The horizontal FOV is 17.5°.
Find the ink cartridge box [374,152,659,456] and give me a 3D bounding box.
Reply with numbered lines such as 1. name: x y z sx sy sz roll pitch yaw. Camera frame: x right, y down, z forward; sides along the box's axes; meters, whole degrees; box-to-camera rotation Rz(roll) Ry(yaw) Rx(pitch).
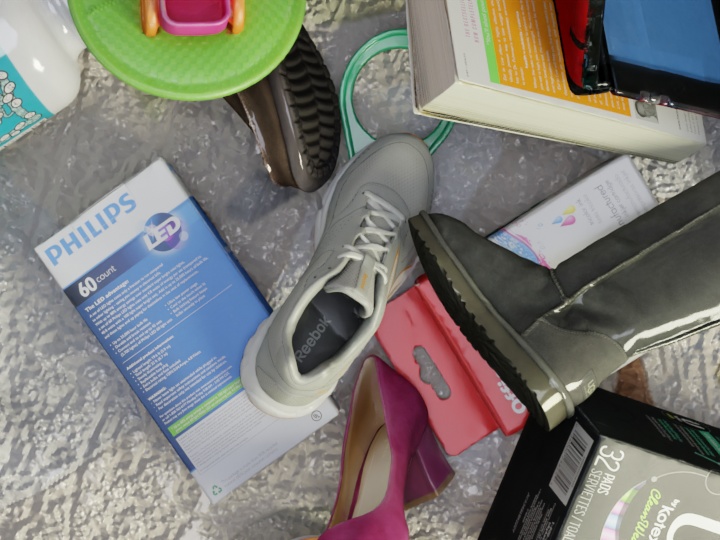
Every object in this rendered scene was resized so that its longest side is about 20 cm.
1. ink cartridge box: 0.114 0.025 1.501 0.199 0.067 0.117 -32 91 2

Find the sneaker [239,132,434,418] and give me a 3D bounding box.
1. sneaker: 0.000 0.000 1.454 0.075 0.092 0.201 29 74 -10

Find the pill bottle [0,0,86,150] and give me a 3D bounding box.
1. pill bottle: -0.254 -0.125 1.477 0.199 0.111 0.111 -34 91 2

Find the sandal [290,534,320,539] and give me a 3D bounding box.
1. sandal: 0.046 0.211 1.493 0.205 0.079 0.059 25 127 1

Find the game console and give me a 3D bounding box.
1. game console: 0.169 -0.211 1.406 0.118 0.173 0.202 -7 62 -1

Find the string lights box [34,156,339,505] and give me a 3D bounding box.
1. string lights box: -0.110 0.038 1.508 0.102 0.059 0.201 -35 91 1

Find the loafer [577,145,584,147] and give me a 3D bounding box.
1. loafer: 0.091 -0.153 1.493 0.200 0.072 0.073 41 91 -2

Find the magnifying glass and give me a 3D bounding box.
1. magnifying glass: 0.012 -0.058 1.525 0.079 0.022 0.202 14 90 0

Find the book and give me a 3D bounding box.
1. book: 0.121 -0.149 1.440 0.199 0.048 0.135 10 64 -32

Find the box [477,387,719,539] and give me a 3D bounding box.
1. box: 0.191 0.174 1.446 0.199 0.124 0.150 19 102 -16

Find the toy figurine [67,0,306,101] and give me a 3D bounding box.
1. toy figurine: -0.097 -0.228 1.370 0.149 0.184 0.202 -2 71 -9

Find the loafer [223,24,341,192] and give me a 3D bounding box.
1. loafer: -0.072 -0.140 1.503 0.071 0.073 0.202 -23 81 26

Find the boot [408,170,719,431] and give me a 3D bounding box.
1. boot: 0.152 -0.012 1.426 0.199 0.073 0.182 -35 64 -8

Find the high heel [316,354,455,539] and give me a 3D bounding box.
1. high heel: -0.004 0.128 1.449 0.067 0.200 0.096 -27 98 35
